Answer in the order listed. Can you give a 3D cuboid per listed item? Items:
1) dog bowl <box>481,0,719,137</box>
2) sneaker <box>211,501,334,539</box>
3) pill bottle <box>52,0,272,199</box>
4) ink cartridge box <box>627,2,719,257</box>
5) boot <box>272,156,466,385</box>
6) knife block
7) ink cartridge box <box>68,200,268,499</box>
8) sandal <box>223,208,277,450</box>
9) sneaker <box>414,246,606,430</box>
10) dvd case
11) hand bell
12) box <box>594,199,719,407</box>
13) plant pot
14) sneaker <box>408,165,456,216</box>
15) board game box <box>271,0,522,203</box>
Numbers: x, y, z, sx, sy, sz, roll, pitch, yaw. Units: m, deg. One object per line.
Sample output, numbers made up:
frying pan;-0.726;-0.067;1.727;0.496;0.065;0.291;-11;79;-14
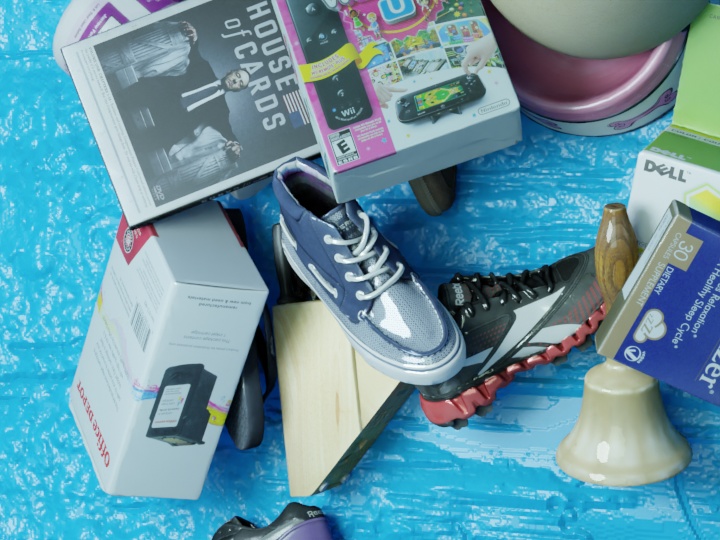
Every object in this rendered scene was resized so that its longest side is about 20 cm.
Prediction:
dog bowl;0.170;-0.202;1.662;0.199;0.074;0.202;1;93;22
sneaker;-0.106;0.253;1.804;0.199;0.076;0.088;-23;69;17
pill bottle;-0.144;-0.150;1.768;0.200;0.112;0.113;41;106;15
ink cartridge box;0.279;-0.077;1.593;0.147;0.076;0.201;18;117;20
boot;0.000;0.000;1.629;0.073;0.091;0.200;-37;53;-17
knife block;-0.037;0.055;1.761;0.175;0.064;0.200;42;106;16
ink cartridge box;-0.156;0.060;1.740;0.146;0.082;0.201;58;135;52
sandal;-0.090;0.043;1.761;0.042;0.076;0.202;1;70;-18
sneaker;0.114;0.034;1.672;0.200;0.071;0.098;-34;116;10
dvd case;-0.113;-0.137;1.693;0.199;0.025;0.151;-22;86;-5
hand bell;0.190;0.046;1.617;0.103;0.104;0.202;3;112;21
box;0.283;0.044;1.563;0.199;0.032;0.122;23;112;-11
plant pot;0.154;-0.255;1.555;0.199;0.134;0.202;1;92;22
sneaker;0.057;-0.143;1.703;0.075;0.070;0.202;-13;102;9
board game box;0.020;-0.170;1.622;0.146;0.064;0.201;-19;68;-1
